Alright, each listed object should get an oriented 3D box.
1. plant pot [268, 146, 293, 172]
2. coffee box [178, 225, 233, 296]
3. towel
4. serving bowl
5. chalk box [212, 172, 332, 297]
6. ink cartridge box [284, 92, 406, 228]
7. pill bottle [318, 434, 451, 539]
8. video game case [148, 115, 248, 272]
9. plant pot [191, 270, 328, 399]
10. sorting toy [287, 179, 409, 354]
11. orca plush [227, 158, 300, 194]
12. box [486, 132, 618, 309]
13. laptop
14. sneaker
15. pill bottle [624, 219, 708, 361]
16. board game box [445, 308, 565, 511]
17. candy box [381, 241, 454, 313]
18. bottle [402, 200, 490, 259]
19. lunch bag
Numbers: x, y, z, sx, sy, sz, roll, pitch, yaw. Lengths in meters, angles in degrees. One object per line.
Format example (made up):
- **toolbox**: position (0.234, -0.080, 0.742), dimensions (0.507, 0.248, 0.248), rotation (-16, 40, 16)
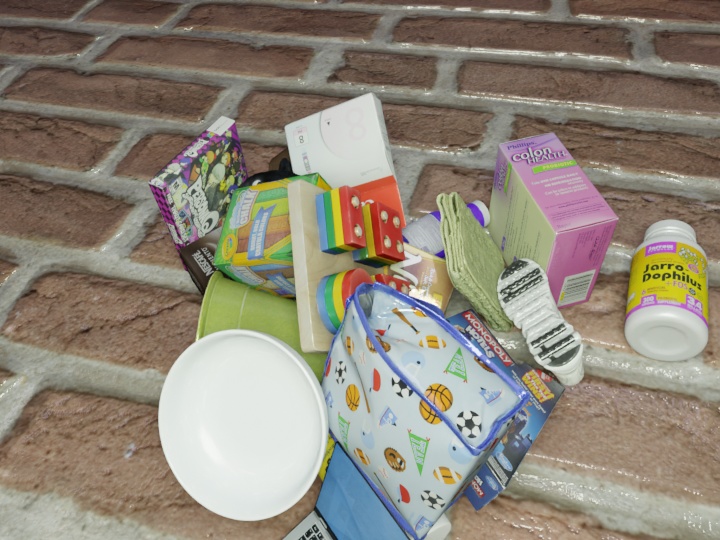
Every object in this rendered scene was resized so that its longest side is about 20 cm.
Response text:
- **plant pot**: position (-0.057, -0.174, 1.005), dimensions (0.195, 0.189, 0.190), rotation (-11, 48, 12)
- **coffee box**: position (-0.183, -0.025, 0.939), dimensions (0.198, 0.081, 0.113), rotation (-32, 55, -21)
- **towel**: position (0.167, -0.009, 0.820), dimensions (0.036, 0.199, 0.151), rotation (-20, 51, 28)
- **serving bowl**: position (-0.122, 0.163, 0.630), dimensions (0.195, 0.066, 0.206), rotation (1, 93, 15)
- **chalk box**: position (-0.120, -0.041, 0.807), dimensions (0.196, 0.124, 0.127), rotation (-6, 61, 29)
- **ink cartridge box**: position (-0.025, -0.151, 0.885), dimensions (0.159, 0.057, 0.205), rotation (-13, 84, 23)
- **pill bottle**: position (0.015, 0.241, 0.672), dimensions (0.111, 0.114, 0.200), rotation (-28, 53, -18)
- **video game case**: position (-0.255, -0.122, 0.950), dimensions (0.035, 0.203, 0.183), rotation (21, 53, 20)
- **plant pot**: position (-0.113, 0.112, 0.763), dimensions (0.185, 0.202, 0.203), rotation (6, 49, -4)
- **sorting toy**: position (0.000, 0.000, 0.720), dimensions (0.068, 0.199, 0.204), rotation (-13, 76, 27)
- **orca plush**: position (-0.125, -0.139, 0.902), dimensions (0.198, 0.104, 0.073), rotation (7, 73, 55)
- **box**: position (0.282, -0.072, 0.870), dimensions (0.094, 0.178, 0.203), rotation (-13, 49, -6)
- **laptop**: position (-0.032, 0.329, 0.578), dimensions (0.199, 0.117, 0.187), rotation (-39, 55, -10)
- **sneaker**: position (0.245, 0.068, 0.771), dimensions (0.074, 0.081, 0.203), rotation (-29, 41, 17)
- **pill bottle**: position (0.446, 0.022, 0.822), dimensions (0.102, 0.106, 0.202), rotation (13, 52, 16)
- **board game box**: position (0.157, 0.153, 0.708), dimensions (0.197, 0.062, 0.201), rotation (-13, 57, -40)
- **candy box**: position (0.040, 0.014, 0.850), dimensions (0.196, 0.055, 0.118), rotation (23, 82, 10)
- **bottle**: position (0.127, -0.054, 0.942), dimensions (0.197, 0.066, 0.084), rotation (-29, 64, -18)
- **lunch bag**: position (0.045, 0.132, 0.584), dimensions (0.199, 0.173, 0.123), rotation (39, 40, 25)
